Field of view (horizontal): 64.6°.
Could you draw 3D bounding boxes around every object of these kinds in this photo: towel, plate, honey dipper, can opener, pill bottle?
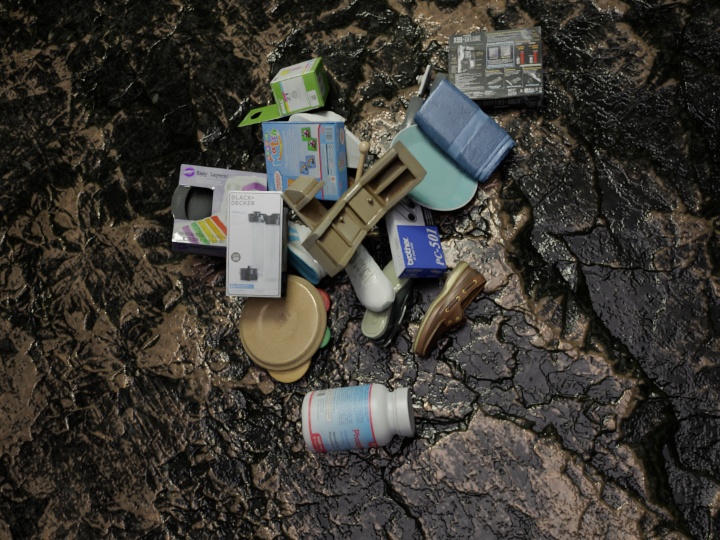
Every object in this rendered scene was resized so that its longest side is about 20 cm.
[{"bbox_3d":[0.208,-0.280,1.149,0.199,0.049,0.112,43,92,2],"label":"towel"},{"bbox_3d":[0.146,-0.206,1.153,0.194,0.026,0.206,7,66,-15],"label":"plate"},{"bbox_3d":[-0.007,-0.159,1.137,0.037,0.038,0.204,25,123,19],"label":"honey dipper"},{"bbox_3d":[0.129,-0.343,1.212,0.065,0.053,0.205,19,80,16],"label":"can opener"},{"bbox_3d":[-0.003,0.269,1.045,0.194,0.109,0.112,-9,73,11],"label":"pill bottle"}]

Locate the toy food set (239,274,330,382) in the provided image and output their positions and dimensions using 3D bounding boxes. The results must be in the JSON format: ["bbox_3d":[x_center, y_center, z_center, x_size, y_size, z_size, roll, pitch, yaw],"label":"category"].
[{"bbox_3d":[-0.153,0.106,1.158,0.198,0.049,0.200,34,85,20],"label":"toy food set"}]

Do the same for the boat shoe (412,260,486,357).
[{"bbox_3d":[0.168,0.079,1.076,0.067,0.072,0.202,30,81,21],"label":"boat shoe"}]

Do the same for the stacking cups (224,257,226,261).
[{"bbox_3d":[-0.289,-0.072,1.233,0.060,0.061,0.203,-31,70,3],"label":"stacking cups"}]

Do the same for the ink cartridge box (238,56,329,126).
[{"bbox_3d":[-0.174,-0.390,1.245,0.194,0.077,0.149,-12,29,9],"label":"ink cartridge box"}]

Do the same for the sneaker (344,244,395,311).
[{"bbox_3d":[0.000,0.000,1.101,0.070,0.081,0.201,-36,48,2],"label":"sneaker"}]

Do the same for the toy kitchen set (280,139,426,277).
[{"bbox_3d":[-0.020,-0.140,1.002,0.163,0.201,0.179,45,128,-10],"label":"toy kitchen set"}]

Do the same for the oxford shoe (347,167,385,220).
[{"bbox_3d":[-0.005,-0.161,1.199,0.199,0.071,0.072,41,116,17],"label":"oxford shoe"}]

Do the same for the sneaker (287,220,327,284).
[{"bbox_3d":[-0.125,-0.058,1.191,0.080,0.077,0.200,-35,63,-24],"label":"sneaker"}]

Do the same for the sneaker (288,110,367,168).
[{"bbox_3d":[-0.044,-0.287,1.202,0.198,0.115,0.075,33,126,21],"label":"sneaker"}]

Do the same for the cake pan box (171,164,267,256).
[{"bbox_3d":[-0.296,-0.125,1.202,0.194,0.053,0.189,6,63,-13],"label":"cake pan box"}]

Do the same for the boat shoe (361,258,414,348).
[{"bbox_3d":[0.065,0.054,1.118,0.070,0.068,0.204,6,61,39],"label":"boat shoe"}]

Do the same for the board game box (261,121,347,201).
[{"bbox_3d":[-0.116,-0.229,1.179,0.196,0.036,0.156,10,112,33],"label":"board game box"}]

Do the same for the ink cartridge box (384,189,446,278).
[{"bbox_3d":[0.101,-0.085,1.118,0.091,0.044,0.205,1,64,-22],"label":"ink cartridge box"}]

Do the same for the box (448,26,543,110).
[{"bbox_3d":[0.281,-0.422,1.199,0.194,0.050,0.163,-1,74,12],"label":"box"}]

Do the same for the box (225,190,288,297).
[{"bbox_3d":[-0.203,-0.052,1.120,0.113,0.060,0.207,3,91,4],"label":"box"}]
